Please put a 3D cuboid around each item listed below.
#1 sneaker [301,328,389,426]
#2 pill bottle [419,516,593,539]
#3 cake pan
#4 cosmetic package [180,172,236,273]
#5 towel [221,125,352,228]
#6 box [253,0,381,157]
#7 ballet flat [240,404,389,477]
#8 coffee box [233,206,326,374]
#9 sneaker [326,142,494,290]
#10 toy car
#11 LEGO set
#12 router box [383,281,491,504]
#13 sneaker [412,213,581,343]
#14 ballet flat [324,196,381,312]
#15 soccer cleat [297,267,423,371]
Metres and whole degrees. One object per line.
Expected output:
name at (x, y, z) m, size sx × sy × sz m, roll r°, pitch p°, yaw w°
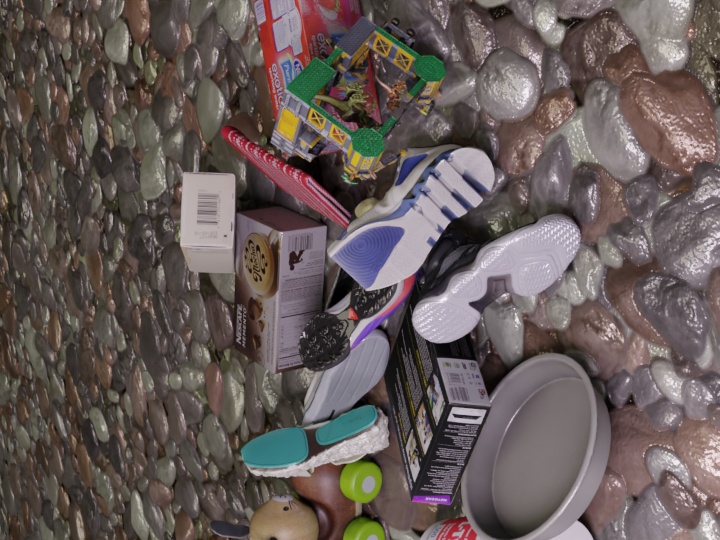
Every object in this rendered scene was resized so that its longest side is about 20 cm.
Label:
sneaker at (-0.029, 0.137, 1.343) m, size 0.201 × 0.072 × 0.071 m, roll -56°, pitch 32°, yaw 31°
pill bottle at (0.155, 0.317, 1.109) m, size 0.199 × 0.111 × 0.113 m, roll -26°, pitch 78°, yaw 52°
cake pan at (0.176, 0.183, 1.037) m, size 0.200 × 0.037 × 0.201 m, roll -45°, pitch 30°, yaw 35°
cosmetic package at (-0.208, -0.063, 1.439) m, size 0.200 × 0.072 × 0.105 m, roll 123°, pitch 148°, yaw -77°
towel at (-0.085, -0.116, 1.316) m, size 0.199 × 0.144 × 0.023 m, roll 33°, pitch 85°, yaw 44°
box at (-0.051, -0.246, 1.257) m, size 0.099 × 0.095 × 0.202 m, roll -11°, pitch 90°, yaw 53°
ballet flat at (-0.053, 0.232, 1.322) m, size 0.198 × 0.072 × 0.072 m, roll -17°, pitch 83°, yaw 9°
coffee box at (-0.113, 0.026, 1.415) m, size 0.113 × 0.079 × 0.202 m, roll 25°, pitch 117°, yaw 47°
sneaker at (0.056, -0.070, 1.138) m, size 0.199 × 0.081 × 0.115 m, roll -40°, pitch 19°, yaw 10°
toy car at (-0.094, 0.319, 1.363) m, size 0.164 × 0.199 × 0.160 m, roll 10°, pitch 106°, yaw 51°
LEGO set at (-0.006, -0.174, 1.141) m, size 0.153 × 0.201 × 0.116 m, roll 29°, pitch 149°, yaw 1°
router box at (0.080, 0.132, 1.143) m, size 0.201 × 0.051 × 0.150 m, roll -102°, pitch 23°, yaw -51°
sneaker at (0.134, -0.015, 1.082) m, size 0.199 × 0.075 × 0.114 m, roll -35°, pitch 29°, yaw 21°
ballet flat at (0.000, 0.000, 1.270) m, size 0.066 × 0.057 × 0.201 m, roll 24°, pitch 126°, yaw 14°
soccer cleat at (-0.001, 0.056, 1.252) m, size 0.200 × 0.073 × 0.069 m, roll -47°, pitch 66°, yaw 33°
